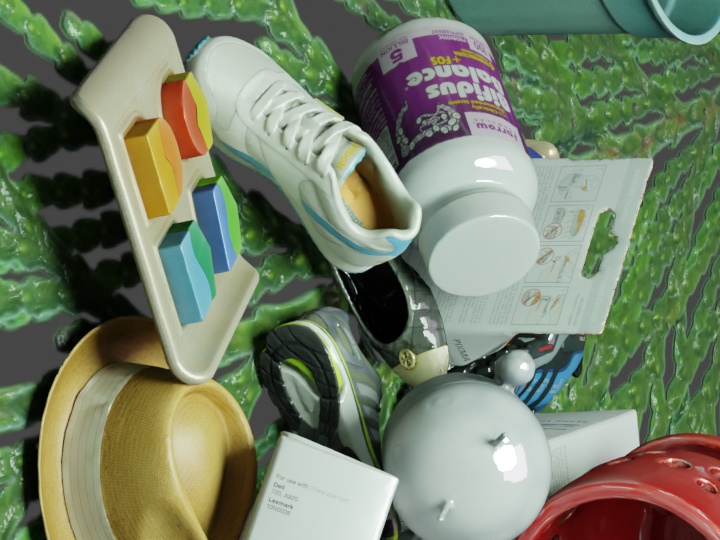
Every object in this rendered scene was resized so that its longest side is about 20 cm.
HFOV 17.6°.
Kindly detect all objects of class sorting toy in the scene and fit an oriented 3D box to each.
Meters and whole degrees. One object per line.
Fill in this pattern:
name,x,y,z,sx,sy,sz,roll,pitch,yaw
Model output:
sorting toy,-0.116,-0.051,1.494,0.185,0.036,0.201,-69,141,-65

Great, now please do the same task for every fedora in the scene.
fedora,-0.122,0.128,1.482,0.200,0.081,0.202,6,83,-56

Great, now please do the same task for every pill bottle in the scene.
pill bottle,0.066,-0.081,1.692,0.112,0.112,0.201,45,21,-46

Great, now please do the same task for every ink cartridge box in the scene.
ink cartridge box,0.111,-0.007,1.730,0.057,0.199,0.163,61,41,-48
ink cartridge box,-0.049,0.218,1.497,0.145,0.083,0.201,112,-3,-78

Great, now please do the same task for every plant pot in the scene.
plant pot,0.176,-0.271,1.869,0.200,0.195,0.202,9,79,-56
plant pot,0.228,0.221,1.690,0.182,0.199,0.202,-26,109,-57

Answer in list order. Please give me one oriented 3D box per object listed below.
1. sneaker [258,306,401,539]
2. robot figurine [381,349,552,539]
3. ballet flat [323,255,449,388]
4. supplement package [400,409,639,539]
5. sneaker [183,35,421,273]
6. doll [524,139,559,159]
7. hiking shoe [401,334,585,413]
sneaker,-0.007,0.115,1.675,0.081,0.073,0.201,-44,125,-53
robot figurine,0.071,0.129,1.587,0.200,0.112,0.171,-91,-154,-88
ballet flat,0.000,0.000,1.669,0.057,0.066,0.201,-28,88,-56
supplement package,0.127,0.184,1.826,0.200,0.119,0.122,-10,95,-56
sneaker,-0.037,-0.088,1.590,0.200,0.081,0.077,45,63,-12
doll,0.112,-0.019,1.884,0.200,0.048,0.137,-52,135,-45
hiking shoe,0.114,0.092,1.827,0.200,0.074,0.087,-33,127,-31
